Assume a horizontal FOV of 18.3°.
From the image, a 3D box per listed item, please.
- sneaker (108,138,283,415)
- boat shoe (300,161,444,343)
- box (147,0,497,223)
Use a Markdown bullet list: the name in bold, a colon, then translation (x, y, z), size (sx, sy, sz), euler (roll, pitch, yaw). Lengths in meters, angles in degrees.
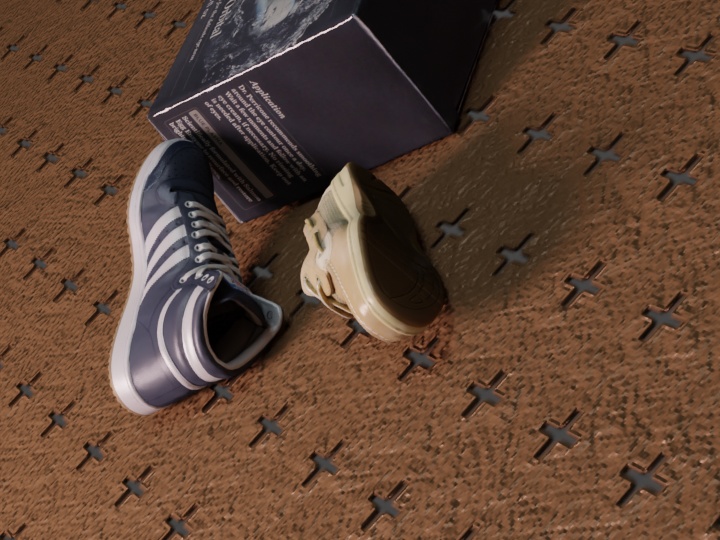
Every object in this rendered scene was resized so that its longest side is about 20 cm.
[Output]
- **sneaker**: translation (-0.103, -0.007, 1.479), size (0.108, 0.070, 0.201), euler (-20, 54, 42)
- **boat shoe**: translation (0.000, 0.000, 1.362), size (0.065, 0.072, 0.200), euler (-46, 22, 14)
- **box**: translation (-0.019, -0.165, 1.579), size (0.200, 0.117, 0.197), euler (-21, 33, 35)
